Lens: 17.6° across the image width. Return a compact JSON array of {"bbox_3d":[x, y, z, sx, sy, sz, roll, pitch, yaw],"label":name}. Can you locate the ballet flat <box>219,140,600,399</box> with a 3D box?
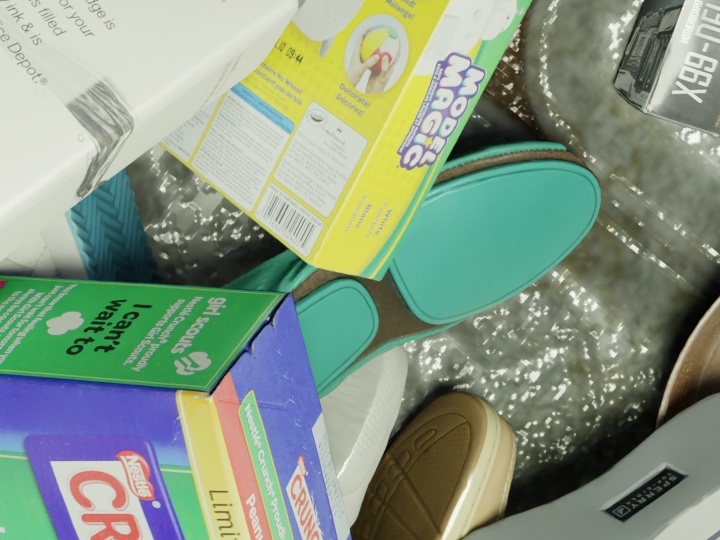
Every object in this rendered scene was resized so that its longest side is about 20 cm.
[{"bbox_3d":[0.000,0.000,0.918,0.199,0.070,0.068,-32,121,-15],"label":"ballet flat"}]

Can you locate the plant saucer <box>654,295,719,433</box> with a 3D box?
[{"bbox_3d":[0.217,0.065,1.002,0.199,0.037,0.202,-3,108,-10],"label":"plant saucer"}]

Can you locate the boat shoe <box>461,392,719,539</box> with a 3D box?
[{"bbox_3d":[0.101,0.124,0.933,0.199,0.071,0.070,-32,124,-22],"label":"boat shoe"}]

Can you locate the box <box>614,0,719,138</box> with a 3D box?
[{"bbox_3d":[0.209,-0.137,0.925,0.157,0.050,0.201,15,105,-14],"label":"box"}]

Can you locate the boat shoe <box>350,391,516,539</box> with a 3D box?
[{"bbox_3d":[0.028,0.145,0.982,0.064,0.071,0.201,12,108,-27],"label":"boat shoe"}]

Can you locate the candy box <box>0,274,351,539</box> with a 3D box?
[{"bbox_3d":[-0.109,0.089,0.855,0.199,0.077,0.170,2,123,23],"label":"candy box"}]

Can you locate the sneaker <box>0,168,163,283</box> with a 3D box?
[{"bbox_3d":[-0.122,0.027,0.914,0.080,0.077,0.201,-4,117,17],"label":"sneaker"}]

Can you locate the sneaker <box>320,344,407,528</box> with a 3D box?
[{"bbox_3d":[-0.032,0.114,0.963,0.088,0.075,0.201,32,86,-52],"label":"sneaker"}]

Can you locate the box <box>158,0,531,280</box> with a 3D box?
[{"bbox_3d":[0.005,-0.112,0.862,0.048,0.117,0.201,11,112,-50],"label":"box"}]

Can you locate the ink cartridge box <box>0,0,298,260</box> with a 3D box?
[{"bbox_3d":[-0.144,-0.081,0.797,0.200,0.084,0.146,-38,88,-20],"label":"ink cartridge box"}]
